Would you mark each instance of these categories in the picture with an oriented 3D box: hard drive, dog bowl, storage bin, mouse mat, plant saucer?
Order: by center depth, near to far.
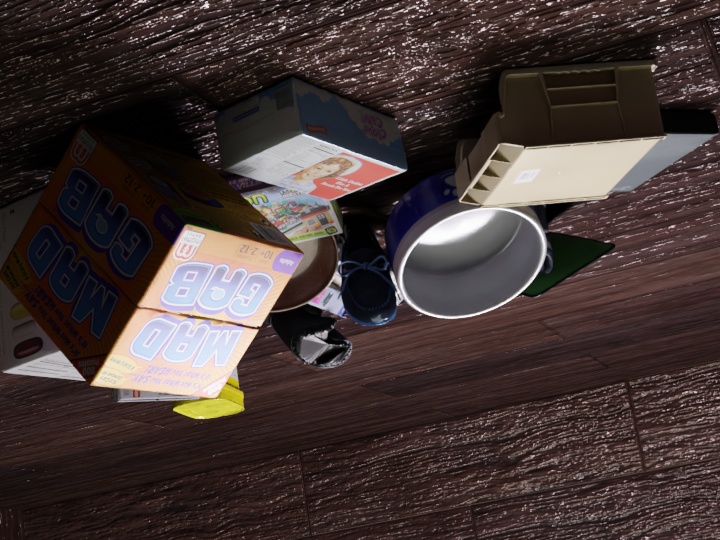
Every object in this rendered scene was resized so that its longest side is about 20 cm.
[{"bbox_3d":[0.223,-0.153,1.520,0.196,0.095,0.200,-5,164,-12],"label":"storage bin"},{"bbox_3d":[0.133,-0.035,1.683,0.198,0.079,0.201,-10,137,-9],"label":"dog bowl"},{"bbox_3d":[0.347,-0.152,1.705,0.138,0.033,0.200,-2,163,-23],"label":"hard drive"},{"bbox_3d":[-0.127,-0.030,1.727,0.198,0.037,0.202,0,130,0],"label":"plant saucer"},{"bbox_3d":[0.260,-0.012,1.933,0.160,0.008,0.200,-30,-160,-21],"label":"mouse mat"}]

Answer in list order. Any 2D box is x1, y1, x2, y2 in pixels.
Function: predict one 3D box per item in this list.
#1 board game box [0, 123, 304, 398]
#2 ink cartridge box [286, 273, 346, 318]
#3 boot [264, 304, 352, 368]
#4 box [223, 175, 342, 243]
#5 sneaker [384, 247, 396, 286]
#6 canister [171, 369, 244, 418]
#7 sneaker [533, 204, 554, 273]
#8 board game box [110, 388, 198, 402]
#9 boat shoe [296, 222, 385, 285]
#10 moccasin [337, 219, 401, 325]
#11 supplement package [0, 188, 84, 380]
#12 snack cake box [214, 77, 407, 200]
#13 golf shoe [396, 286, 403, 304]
[{"bbox_3d":[-0.228,-0.006,1.436,0.199,0.200,0.201,14,113,-54],"label":"board game box"},{"bbox_3d":[-0.083,0.013,1.890,0.042,0.119,0.200,-55,162,0],"label":"ink cartridge box"},{"bbox_3d":[-0.117,0.061,1.899,0.199,0.077,0.168,25,-170,-31],"label":"boot"},{"bbox_3d":[-0.131,-0.072,1.633,0.198,0.035,0.110,-12,139,11],"label":"box"},{"bbox_3d":[0.101,-0.029,1.776,0.087,0.076,0.200,32,123,-22],"label":"sneaker"},{"bbox_3d":[-0.240,0.112,1.991,0.086,0.202,0.149,-11,164,10],"label":"canister"},{"bbox_3d":[0.229,-0.033,1.915,0.069,0.110,0.200,-6,164,-9],"label":"sneaker"},{"bbox_3d":[-0.292,0.083,1.859,0.125,0.202,0.034,2,173,-33],"label":"board game box"},{"bbox_3d":[-0.035,-0.043,1.835,0.092,0.075,0.200,-30,159,13],"label":"boat shoe"},{"bbox_3d":[0.000,0.000,1.717,0.080,0.200,0.069,-10,120,-8],"label":"moccasin"},{"bbox_3d":[-0.350,0.020,1.602,0.110,0.202,0.155,-19,162,32],"label":"supplement package"},{"bbox_3d":[-0.052,-0.141,1.453,0.114,0.068,0.199,-21,161,31],"label":"snack cake box"},{"bbox_3d":[0.086,-0.006,1.919,0.097,0.079,0.200,-32,-176,27],"label":"golf shoe"}]
